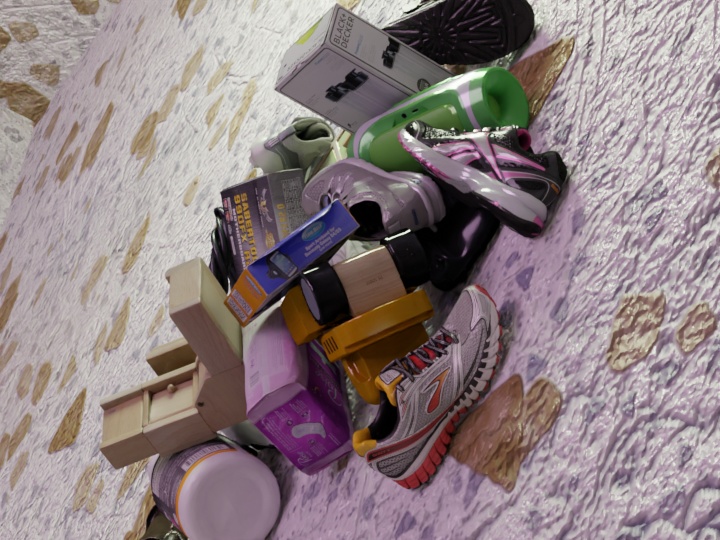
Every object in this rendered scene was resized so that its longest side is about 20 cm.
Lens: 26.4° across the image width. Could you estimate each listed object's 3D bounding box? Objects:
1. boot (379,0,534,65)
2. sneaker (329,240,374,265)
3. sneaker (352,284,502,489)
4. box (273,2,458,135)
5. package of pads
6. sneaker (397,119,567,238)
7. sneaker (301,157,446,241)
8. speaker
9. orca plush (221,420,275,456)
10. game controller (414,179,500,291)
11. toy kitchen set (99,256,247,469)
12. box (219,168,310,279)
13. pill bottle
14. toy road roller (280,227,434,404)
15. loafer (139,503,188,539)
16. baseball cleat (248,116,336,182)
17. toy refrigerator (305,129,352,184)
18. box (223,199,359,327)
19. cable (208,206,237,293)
[{"bbox_3d":[0.117,-0.285,1.734,0.211,0.080,0.158,-7,20,30],"label":"boot"},{"bbox_3d":[0.000,0.000,1.697,0.081,0.075,0.200,-35,45,35],"label":"sneaker"},{"bbox_3d":[0.063,0.102,1.415,0.200,0.082,0.078,-62,22,3],"label":"sneaker"},{"bbox_3d":[0.020,-0.198,1.687,0.117,0.200,0.060,-35,34,52],"label":"box"},{"bbox_3d":[-0.070,0.109,1.643,0.076,0.121,0.200,-32,32,15],"label":"package of pads"},{"bbox_3d":[0.126,-0.106,1.493,0.200,0.080,0.086,35,84,39],"label":"sneaker"},{"bbox_3d":[-0.006,-0.070,1.597,0.082,0.075,0.200,-31,20,-33],"label":"sneaker"},{"bbox_3d":[0.078,-0.144,1.610,0.200,0.088,0.089,-21,46,43],"label":"speaker"},{"bbox_3d":[-0.118,0.157,1.787,0.071,0.105,0.200,-38,9,-23],"label":"orca plush"},{"bbox_3d":[0.087,-0.048,1.603,0.104,0.042,0.200,-47,24,4],"label":"game controller"},{"bbox_3d":[-0.224,0.081,1.718,0.200,0.181,0.163,-22,37,11],"label":"toy kitchen set"},{"bbox_3d":[-0.101,-0.011,1.823,0.158,0.048,0.201,-9,93,65],"label":"box"},{"bbox_3d":[-0.173,0.245,1.748,0.117,0.116,0.200,-65,21,-5],"label":"pill bottle"},{"bbox_3d":[0.009,0.057,1.519,0.200,0.123,0.146,138,109,-76],"label":"toy road roller"},{"bbox_3d":[-0.238,0.333,1.855,0.073,0.071,0.200,-59,22,11],"label":"loafer"},{"bbox_3d":[-0.065,-0.134,1.922,0.106,0.070,0.200,-31,-15,11],"label":"baseball cleat"},{"bbox_3d":[-0.018,-0.111,1.853,0.200,0.070,0.076,-55,23,21],"label":"toy refrigerator"},{"bbox_3d":[-0.071,-0.007,1.554,0.119,0.042,0.200,-38,0,-17],"label":"box"},{"bbox_3d":[-0.170,0.013,1.948,0.163,0.051,0.200,-70,-21,-52],"label":"cable"}]
